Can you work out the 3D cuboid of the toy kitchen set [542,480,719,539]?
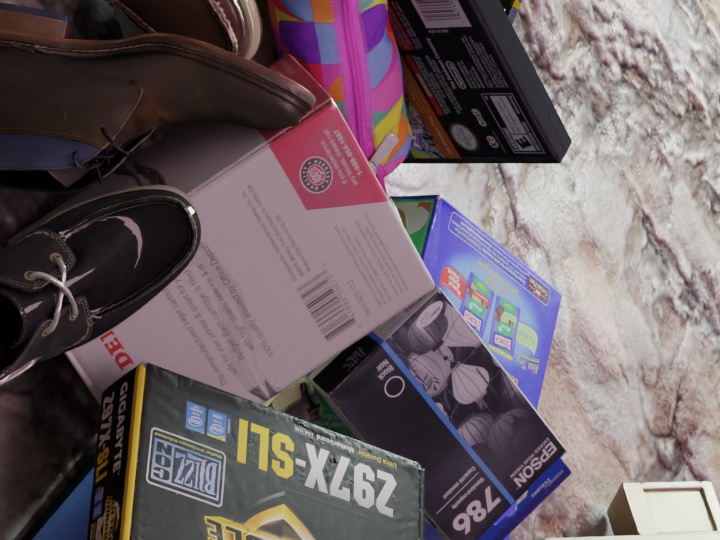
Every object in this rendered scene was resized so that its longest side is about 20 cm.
[{"bbox_3d":[0.203,0.296,1.803,0.162,0.181,0.201,1,49,-18],"label":"toy kitchen set"}]

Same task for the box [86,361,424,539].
[{"bbox_3d":[-0.056,0.157,1.263,0.199,0.049,0.161,23,52,-29],"label":"box"}]

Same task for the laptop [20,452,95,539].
[{"bbox_3d":[-0.108,0.198,1.277,0.103,0.200,0.177,-45,98,-2],"label":"laptop"}]

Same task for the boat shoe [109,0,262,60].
[{"bbox_3d":[-0.142,-0.181,1.275,0.202,0.075,0.075,46,38,0],"label":"boat shoe"}]

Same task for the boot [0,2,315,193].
[{"bbox_3d":[-0.127,-0.078,1.252,0.075,0.198,0.098,50,53,-71],"label":"boot"}]

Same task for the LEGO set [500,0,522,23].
[{"bbox_3d":[0.040,-0.239,1.502,0.199,0.153,0.117,25,87,-43],"label":"LEGO set"}]

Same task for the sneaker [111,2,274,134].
[{"bbox_3d":[-0.107,-0.174,1.384,0.115,0.073,0.202,6,74,-73],"label":"sneaker"}]

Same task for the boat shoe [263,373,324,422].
[{"bbox_3d":[-0.064,0.107,1.384,0.065,0.073,0.200,51,32,-10],"label":"boat shoe"}]

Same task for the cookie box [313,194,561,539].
[{"bbox_3d":[0.048,0.075,1.571,0.171,0.075,0.201,36,61,-46],"label":"cookie box"}]

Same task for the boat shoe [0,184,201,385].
[{"bbox_3d":[-0.169,0.019,1.201,0.199,0.068,0.072,-27,104,-12],"label":"boat shoe"}]

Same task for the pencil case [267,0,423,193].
[{"bbox_3d":[-0.013,-0.132,1.385,0.201,0.088,0.089,78,32,-50],"label":"pencil case"}]

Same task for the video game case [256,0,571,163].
[{"bbox_3d":[0.018,-0.145,1.445,0.026,0.180,0.201,-59,133,-32],"label":"video game case"}]

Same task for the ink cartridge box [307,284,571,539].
[{"bbox_3d":[0.061,0.105,1.465,0.099,0.039,0.200,-44,121,-7],"label":"ink cartridge box"}]

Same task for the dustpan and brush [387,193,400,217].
[{"bbox_3d":[0.000,0.000,1.469,0.200,0.057,0.140,44,54,-20],"label":"dustpan and brush"}]

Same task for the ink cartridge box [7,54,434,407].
[{"bbox_3d":[-0.080,-0.004,1.312,0.199,0.083,0.147,-33,124,-5],"label":"ink cartridge box"}]
